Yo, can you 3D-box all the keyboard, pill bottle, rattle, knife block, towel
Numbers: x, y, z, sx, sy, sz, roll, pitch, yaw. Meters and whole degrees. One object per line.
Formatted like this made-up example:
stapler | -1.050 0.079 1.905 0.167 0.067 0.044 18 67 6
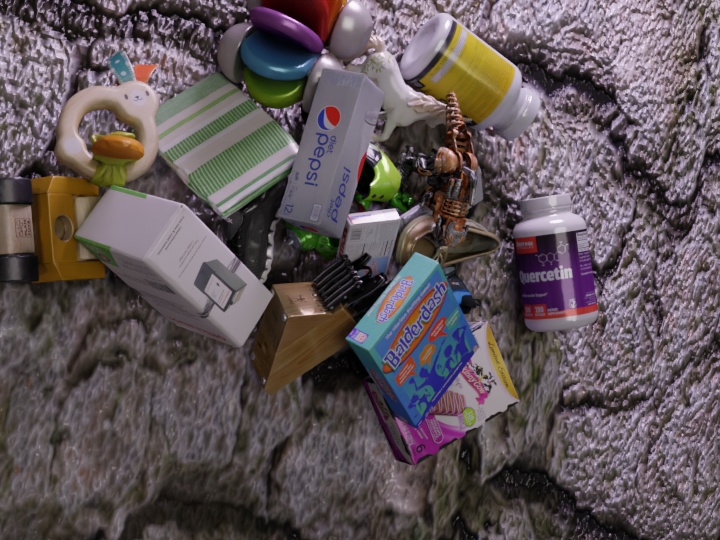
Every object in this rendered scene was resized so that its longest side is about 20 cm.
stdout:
keyboard | 0.120 -0.091 1.428 0.200 0.011 0.056 -34 131 -39
pill bottle | 0.294 -0.012 1.489 0.112 0.112 0.201 -10 92 -25
rattle | -0.285 -0.210 1.187 0.130 0.143 0.200 26 64 -1
knife block | -0.040 0.069 1.298 0.175 0.064 0.200 -2 132 -28
pill bottle | 0.164 -0.278 1.438 0.200 0.112 0.112 32 75 -20
towel | -0.182 -0.164 1.259 0.152 0.023 0.200 -37 62 -22

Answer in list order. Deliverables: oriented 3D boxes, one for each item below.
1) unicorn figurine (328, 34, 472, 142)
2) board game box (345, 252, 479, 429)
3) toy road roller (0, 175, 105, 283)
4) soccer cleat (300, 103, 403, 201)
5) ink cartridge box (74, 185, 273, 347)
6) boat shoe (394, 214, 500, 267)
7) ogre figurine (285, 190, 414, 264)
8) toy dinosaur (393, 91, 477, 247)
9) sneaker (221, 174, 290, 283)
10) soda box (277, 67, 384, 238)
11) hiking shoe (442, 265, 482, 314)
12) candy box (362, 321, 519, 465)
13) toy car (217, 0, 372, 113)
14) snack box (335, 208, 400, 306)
unicorn figurine | 0.045 -0.241 1.373 0.200 0.137 0.074 52 32 -27
board game box | 0.075 0.097 1.303 0.152 0.045 0.200 -50 139 -18
toy road roller | -0.411 -0.045 1.177 0.200 0.146 0.123 -4 90 -62
soccer cleat | -0.024 -0.170 1.326 0.081 0.068 0.200 -13 55 -51
ink cartridge box | -0.223 -0.003 1.191 0.084 0.145 0.200 -59 139 -18
boat shoe | 0.124 -0.037 1.396 0.200 0.063 0.073 -6 112 -52
ogre figurine | -0.030 -0.074 1.352 0.200 0.098 0.120 21 68 -34
toy dinosaur | 0.120 -0.132 1.324 0.102 0.136 0.201 30 75 -28
sneaker | -0.152 -0.053 1.285 0.090 0.066 0.201 14 100 -44
soda box | -0.035 -0.147 1.230 0.068 0.063 0.201 31 74 -63
hiking shoe | 0.086 0.076 1.401 0.200 0.074 0.087 -41 86 -20
candy box | 0.120 0.176 1.431 0.200 0.061 0.137 -27 99 -24
toy car | -0.089 -0.313 1.275 0.175 0.150 0.200 25 83 7
snack box | 0.000 0.000 1.319 0.072 0.200 0.024 -9 49 -21
